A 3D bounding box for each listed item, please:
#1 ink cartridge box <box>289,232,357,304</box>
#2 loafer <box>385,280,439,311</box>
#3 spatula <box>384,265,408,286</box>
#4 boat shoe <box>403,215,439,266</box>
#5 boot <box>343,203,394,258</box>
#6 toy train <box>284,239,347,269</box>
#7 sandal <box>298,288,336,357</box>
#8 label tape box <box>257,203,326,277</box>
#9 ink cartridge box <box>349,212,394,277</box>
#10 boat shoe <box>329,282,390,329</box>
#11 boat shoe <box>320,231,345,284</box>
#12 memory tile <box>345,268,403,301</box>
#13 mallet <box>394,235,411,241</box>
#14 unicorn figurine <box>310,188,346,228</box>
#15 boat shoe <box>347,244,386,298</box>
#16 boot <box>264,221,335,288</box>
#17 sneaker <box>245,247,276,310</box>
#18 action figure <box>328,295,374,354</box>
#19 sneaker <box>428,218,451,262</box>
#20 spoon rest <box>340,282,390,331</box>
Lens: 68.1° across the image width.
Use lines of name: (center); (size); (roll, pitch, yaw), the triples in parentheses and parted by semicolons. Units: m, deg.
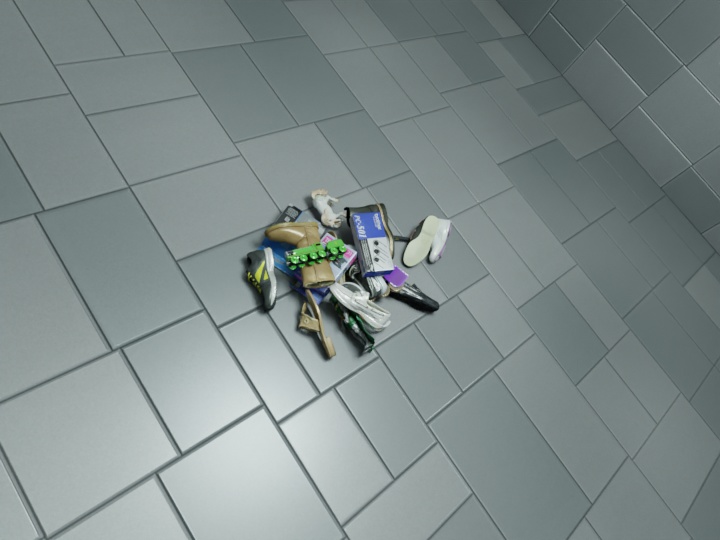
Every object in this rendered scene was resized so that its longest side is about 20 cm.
ink cartridge box: (-0.114, -0.007, 1.620); (0.119, 0.042, 0.200); (33, 73, 14)
loafer: (0.173, 0.075, 1.758); (0.200, 0.068, 0.071); (25, 61, -8)
spatula: (0.061, -0.020, 1.721); (0.200, 0.021, 0.057); (37, 82, 19)
boat shoe: (0.208, -0.099, 1.867); (0.074, 0.063, 0.202); (32, 77, -9)
boot: (0.026, -0.119, 1.731); (0.138, 0.077, 0.200); (-6, 69, -24)
toy train: (-0.130, -0.051, 1.535); (0.200, 0.042, 0.056); (-14, 61, -31)
sandal: (-0.143, 0.160, 1.540); (0.070, 0.078, 0.212); (-22, 82, -16)
label tape box: (-0.214, -0.096, 1.664); (0.143, 0.066, 0.200); (33, 50, -5)
ink cartridge box: (0.033, -0.082, 1.653); (0.094, 0.044, 0.200); (-6, 69, -20)
boat shoe: (0.001, 0.089, 1.569); (0.200, 0.069, 0.071); (36, 16, -9)
boat shoe: (-0.086, -0.029, 1.695); (0.065, 0.072, 0.200); (40, 35, -57)
memory tile: (0.033, 0.006, 1.724); (0.153, 0.017, 0.200); (-21, 63, -21)
mallet: (0.098, -0.115, 1.861); (0.200, 0.066, 0.041); (10, 66, -40)
unicorn figurine: (-0.103, -0.191, 1.754); (0.200, 0.074, 0.137); (43, 24, 24)
boat shoe: (0.000, 0.000, 1.663); (0.071, 0.072, 0.200); (-24, 65, -41)
boot: (-0.178, -0.044, 1.566); (0.175, 0.066, 0.200); (-9, 69, -17)
sneaker: (-0.290, 0.028, 1.555); (0.084, 0.075, 0.200); (-5, 60, -12)
action figure: (-0.031, 0.154, 1.596); (0.055, 0.118, 0.200); (-27, 67, -24)
sneaker: (0.265, -0.111, 1.932); (0.099, 0.075, 0.200); (17, 53, 6)
spoon rest: (0.005, 0.115, 1.636); (0.200, 0.099, 0.061); (42, 33, -8)
